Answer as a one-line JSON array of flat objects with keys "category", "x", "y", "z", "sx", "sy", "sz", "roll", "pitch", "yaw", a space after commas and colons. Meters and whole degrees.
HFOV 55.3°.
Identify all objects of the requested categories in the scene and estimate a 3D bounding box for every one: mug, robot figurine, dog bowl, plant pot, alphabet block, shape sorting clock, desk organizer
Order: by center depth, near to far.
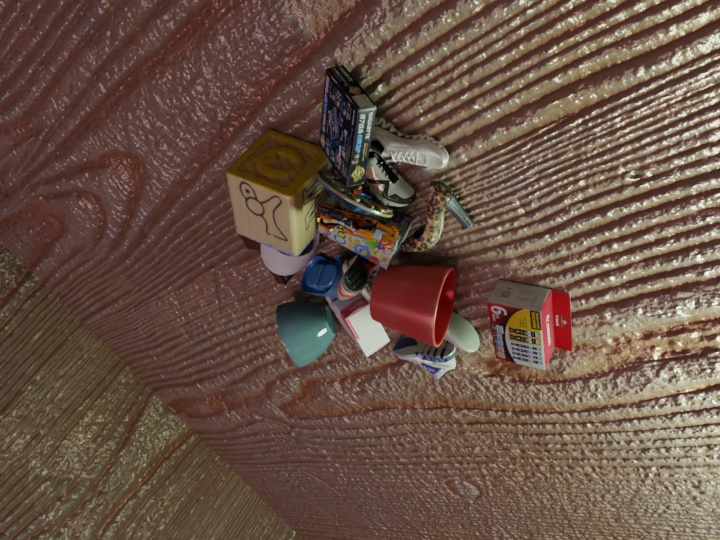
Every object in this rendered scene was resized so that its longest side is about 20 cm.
[{"category": "robot figurine", "x": -0.013, "y": -0.103, "z": 1.542, "sx": 0.199, "sy": 0.059, "sz": 0.145, "roll": 18, "pitch": -173, "yaw": 2}, {"category": "shape sorting clock", "x": -0.011, "y": -0.178, "z": 1.574, "sx": 0.199, "sy": 0.200, "sz": 0.039, "roll": 35, "pitch": 108, "yaw": 3}, {"category": "alphabet block", "x": -0.190, "y": -0.190, "z": 1.679, "sx": 0.194, "sy": 0.197, "sz": 0.201, "roll": 22, "pitch": 141, "yaw": 17}, {"category": "plant pot", "x": 0.128, "y": 0.072, "z": 1.693, "sx": 0.176, "sy": 0.201, "sz": 0.201, "roll": 13, "pitch": 138, "yaw": 20}, {"category": "mug", "x": -0.211, "y": -0.087, "z": 1.871, "sx": 0.201, "sy": 0.147, "sz": 0.175, "roll": 63, "pitch": 155, "yaw": 15}, {"category": "dog bowl", "x": -0.093, "y": 0.020, "z": 1.887, "sx": 0.049, "sy": 0.112, "sz": 0.199, "roll": 27, "pitch": 167, "yaw": -30}, {"category": "desk organizer", "x": -0.269, "y": -0.057, "z": 1.993, "sx": 0.077, "sy": 0.072, "sz": 0.201, "roll": 3, "pitch": 132, "yaw": 40}, {"category": "plant pot", "x": -0.151, "y": 0.175, "z": 2.076, "sx": 0.134, "sy": 0.201, "sz": 0.201, "roll": -21, "pitch": 122, "yaw": 10}]

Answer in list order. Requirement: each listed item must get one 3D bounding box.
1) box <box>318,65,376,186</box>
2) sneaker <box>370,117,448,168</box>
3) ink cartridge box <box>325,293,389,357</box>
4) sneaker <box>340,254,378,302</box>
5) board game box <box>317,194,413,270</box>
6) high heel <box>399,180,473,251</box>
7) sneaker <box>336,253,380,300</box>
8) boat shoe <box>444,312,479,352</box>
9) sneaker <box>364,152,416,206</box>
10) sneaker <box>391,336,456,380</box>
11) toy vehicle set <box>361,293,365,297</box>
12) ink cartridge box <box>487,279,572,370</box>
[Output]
[{"category": "box", "x": -0.032, "y": -0.306, "z": 1.468, "sx": 0.159, "sy": 0.046, "sz": 0.201, "roll": 57, "pitch": 152, "yaw": 36}, {"category": "sneaker", "x": 0.092, "y": -0.257, "z": 1.474, "sx": 0.199, "sy": 0.081, "sz": 0.075, "roll": 23, "pitch": 140, "yaw": 16}, {"category": "ink cartridge box", "x": -0.015, "y": 0.123, "z": 1.894, "sx": 0.146, "sy": 0.085, "sz": 0.200, "roll": 62, "pitch": 170, "yaw": -30}, {"category": "sneaker", "x": 0.043, "y": 0.028, "z": 1.795, "sx": 0.200, "sy": 0.077, "sz": 0.089, "roll": 39, "pitch": 126, "yaw": -12}, {"category": "board game box", "x": 0.011, "y": -0.112, "z": 1.676, "sx": 0.199, "sy": 0.105, "sz": 0.103, "roll": 29, "pitch": 142, "yaw": 9}, {"category": "high heel", "x": 0.141, "y": -0.124, "z": 1.576, "sx": 0.199, "sy": 0.072, "sz": 0.143, "roll": -25, "pitch": 120, "yaw": 32}, {"category": "sneaker", "x": 0.000, "y": 0.001, "z": 1.723, "sx": 0.070, "sy": 0.200, "sz": 0.093, "roll": 40, "pitch": 139, "yaw": -3}, {"category": "boat shoe", "x": 0.227, "y": 0.145, "z": 1.822, "sx": 0.200, "sy": 0.070, "sz": 0.072, "roll": 40, "pitch": 154, "yaw": 2}, {"category": "sneaker", "x": 0.044, "y": -0.221, "z": 1.558, "sx": 0.199, "sy": 0.074, "sz": 0.080, "roll": 35, "pitch": 142, "yaw": 2}, {"category": "sneaker", "x": 0.190, "y": 0.258, "z": 1.954, "sx": 0.198, "sy": 0.081, "sz": 0.116, "roll": 3, "pitch": 130, "yaw": 35}, {"category": "toy vehicle set", "x": 0.060, "y": 0.063, "z": 1.892, "sx": 0.124, "sy": 0.027, "sz": 0.200, "roll": -13, "pitch": 121, "yaw": 46}, {"category": "ink cartridge box", "x": 0.407, "y": 0.134, "z": 1.639, "sx": 0.174, "sy": 0.084, "sz": 0.201, "roll": 10, "pitch": 136, "yaw": 31}]
